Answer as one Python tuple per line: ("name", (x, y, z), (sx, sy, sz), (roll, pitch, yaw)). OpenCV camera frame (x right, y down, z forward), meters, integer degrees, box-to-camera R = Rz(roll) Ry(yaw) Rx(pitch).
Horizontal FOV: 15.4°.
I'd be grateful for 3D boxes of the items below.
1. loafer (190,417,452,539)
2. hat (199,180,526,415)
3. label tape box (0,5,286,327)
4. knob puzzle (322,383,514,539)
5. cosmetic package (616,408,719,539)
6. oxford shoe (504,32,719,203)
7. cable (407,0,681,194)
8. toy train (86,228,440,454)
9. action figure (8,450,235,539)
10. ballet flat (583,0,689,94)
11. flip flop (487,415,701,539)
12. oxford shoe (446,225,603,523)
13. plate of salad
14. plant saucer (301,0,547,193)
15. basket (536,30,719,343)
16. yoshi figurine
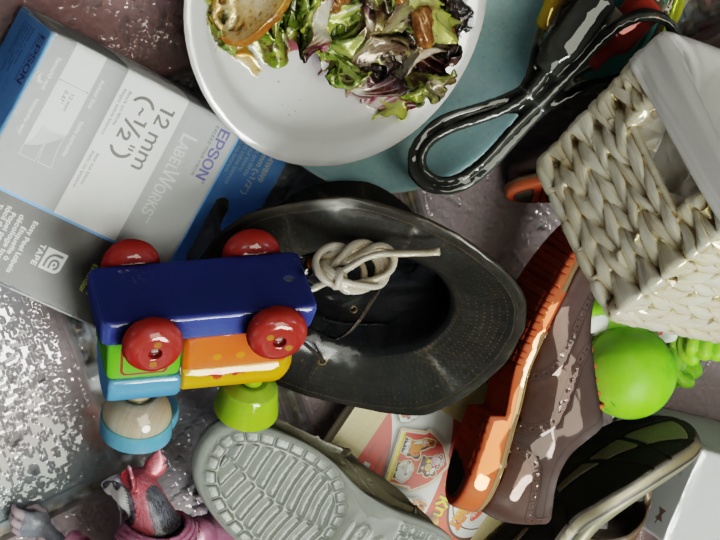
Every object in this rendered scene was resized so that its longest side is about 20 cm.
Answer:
("loafer", (-0.031, 0.140, 1.620), (0.200, 0.070, 0.075), (35, 97, -35))
("hat", (0.000, 0.000, 1.600), (0.200, 0.081, 0.201), (2, 137, 2))
("label tape box", (-0.139, -0.043, 1.540), (0.200, 0.066, 0.143), (26, 96, -29))
("knob puzzle", (0.043, 0.156, 1.719), (0.219, 0.030, 0.220), (-9, 111, -23))
("cosmetic package", (0.267, 0.151, 1.787), (0.200, 0.102, 0.074), (16, 100, -31))
("oxford shoe", (0.175, -0.101, 1.684), (0.200, 0.071, 0.073), (-23, 79, -8))
("cable", (0.115, -0.115, 1.604), (0.097, 0.050, 0.200), (38, 97, -9))
("toy train", (-0.055, 0.044, 1.522), (0.200, 0.085, 0.116), (-5, 131, -14))
("action figure", (-0.125, 0.198, 1.593), (0.134, 0.149, 0.200), (-16, 128, -14))
("ballet flat", (0.187, -0.204, 1.646), (0.067, 0.067, 0.200), (-3, 109, -48))
("flip flop", (0.140, 0.170, 1.707), (0.200, 0.081, 0.058), (-46, 116, 0))
("oxford shoe", (0.120, 0.061, 1.655), (0.072, 0.071, 0.200), (20, 99, -13))
("plate of salad", (-0.007, -0.154, 1.522), (0.200, 0.048, 0.200), (-10, 111, -28))
("plant saucer", (0.018, -0.147, 1.594), (0.201, 0.039, 0.201), (-9, 112, -24))
("basket", (0.217, -0.040, 1.594), (0.123, 0.136, 0.200), (-40, 148, 29))
("yoshi figurine", (0.216, 0.044, 1.721), (0.200, 0.112, 0.113), (-10, 121, -16))
